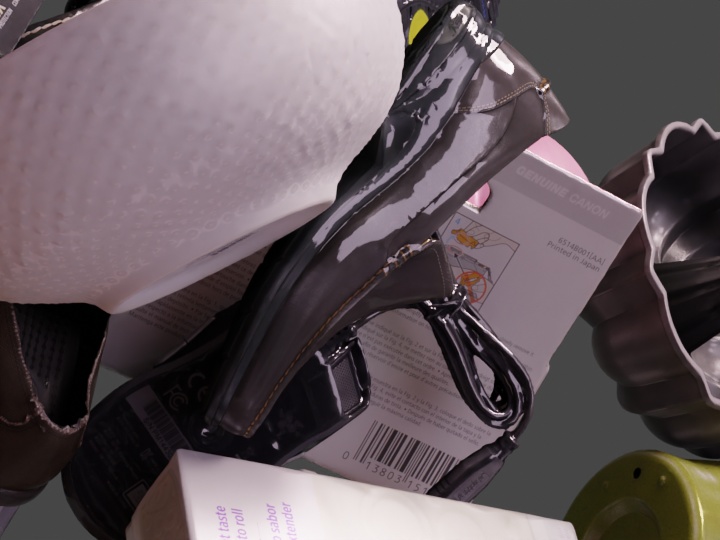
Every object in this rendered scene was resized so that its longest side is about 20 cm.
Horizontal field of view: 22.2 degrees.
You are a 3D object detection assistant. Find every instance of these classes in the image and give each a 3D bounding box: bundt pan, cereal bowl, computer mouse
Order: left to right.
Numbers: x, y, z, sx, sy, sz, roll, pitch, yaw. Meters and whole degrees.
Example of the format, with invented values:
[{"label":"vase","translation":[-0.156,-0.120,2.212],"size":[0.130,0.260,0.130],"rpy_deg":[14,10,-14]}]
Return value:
[{"label":"cereal bowl","translation":[-0.068,-0.042,0.672],"size":[0.199,0.200,0.084],"rpy_deg":[-25,86,-42]},{"label":"computer mouse","translation":[-0.023,0.069,0.807],"size":[0.200,0.046,0.141],"rpy_deg":[-40,99,-2]},{"label":"bundt pan","translation":[0.193,0.018,1.076],"size":[0.201,0.075,0.204],"rpy_deg":[27,52,-41]}]

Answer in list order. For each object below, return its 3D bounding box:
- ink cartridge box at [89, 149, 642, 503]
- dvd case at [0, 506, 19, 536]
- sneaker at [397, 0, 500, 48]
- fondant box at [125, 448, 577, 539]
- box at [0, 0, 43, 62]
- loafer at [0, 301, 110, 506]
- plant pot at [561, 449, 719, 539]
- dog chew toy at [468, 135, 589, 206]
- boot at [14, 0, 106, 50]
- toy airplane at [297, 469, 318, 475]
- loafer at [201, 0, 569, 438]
[{"label":"ink cartridge box","translation":[0.000,0.000,0.835],"size":[0.199,0.045,0.177],"rpy_deg":[26,104,-17]},{"label":"dvd case","translation":[-0.229,0.072,0.729],"size":[0.200,0.025,0.151],"rpy_deg":[48,56,-30]},{"label":"sneaker","translation":[0.008,-0.117,0.904],"size":[0.200,0.078,0.067],"rpy_deg":[-52,140,-59]},{"label":"fondant box","translation":[0.011,0.160,0.741],"size":[0.198,0.058,0.145],"rpy_deg":[13,41,-27]},{"label":"box","translation":[-0.174,-0.148,0.681],"size":[0.086,0.199,0.165],"rpy_deg":[43,60,-30]},{"label":"loafer","translation":[-0.128,-0.002,0.782],"size":[0.073,0.071,0.202],"rpy_deg":[21,57,-40]},{"label":"plant pot","translation":[0.214,0.191,1.039],"size":[0.192,0.200,0.202],"rpy_deg":[24,70,-26]},{"label":"dog chew toy","translation":[0.022,-0.025,0.915],"size":[0.198,0.124,0.126],"rpy_deg":[12,77,-29]},{"label":"boot","translation":[-0.112,-0.146,0.797],"size":[0.199,0.073,0.151],"rpy_deg":[-26,86,-49]},{"label":"toy airplane","translation":[-0.049,0.189,0.830],"size":[0.200,0.141,0.199],"rpy_deg":[44,37,13]},{"label":"loafer","translation":[0.009,-0.010,0.747],"size":[0.072,0.073,0.201],"rpy_deg":[35,90,-9]}]
